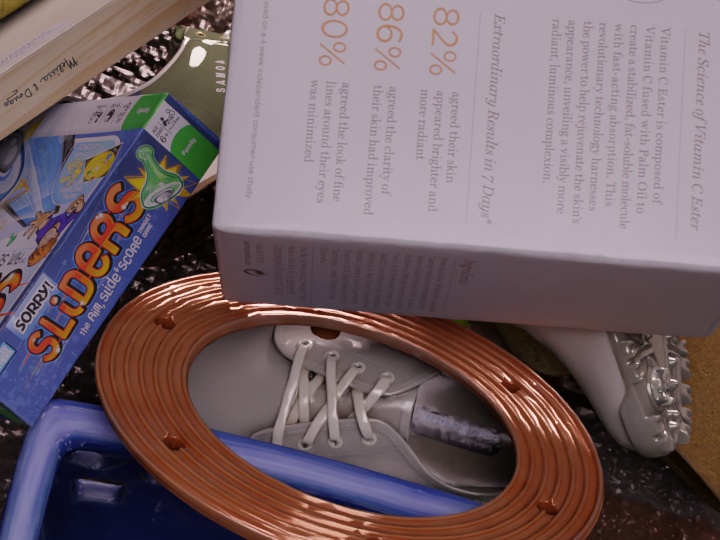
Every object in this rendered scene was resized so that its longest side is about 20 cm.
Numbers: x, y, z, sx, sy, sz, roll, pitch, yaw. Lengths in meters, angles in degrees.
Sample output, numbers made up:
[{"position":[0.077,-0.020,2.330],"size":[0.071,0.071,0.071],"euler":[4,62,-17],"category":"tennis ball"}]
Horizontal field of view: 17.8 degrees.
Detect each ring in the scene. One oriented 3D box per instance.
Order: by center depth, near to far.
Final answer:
[{"position":[-0.004,0.060,0.874],"size":[0.200,0.200,0.019],"euler":[12,117,-10],"category":"ring"}]

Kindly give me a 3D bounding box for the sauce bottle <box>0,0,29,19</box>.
[{"position":[-0.145,-0.160,1.030],"size":[0.200,0.066,0.066],"euler":[-37,87,-33],"category":"sauce bottle"}]

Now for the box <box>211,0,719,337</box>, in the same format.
[{"position":[0.049,-0.064,0.884],"size":[0.200,0.106,0.152],"euler":[5,75,-1],"category":"box"}]

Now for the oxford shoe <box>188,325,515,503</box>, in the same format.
[{"position":[-0.011,0.055,0.963],"size":[0.200,0.058,0.075],"euler":[13,84,0],"category":"oxford shoe"}]

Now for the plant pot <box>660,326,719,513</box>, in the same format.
[{"position":[0.208,0.012,1.042],"size":[0.200,0.186,0.186],"euler":[-43,89,-1],"category":"plant pot"}]

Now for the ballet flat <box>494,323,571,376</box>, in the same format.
[{"position":[0.083,-0.051,1.047],"size":[0.071,0.071,0.200],"euler":[7,61,-11],"category":"ballet flat"}]

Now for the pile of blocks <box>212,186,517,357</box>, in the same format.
[{"position":[0.000,0.000,1.024],"size":[0.200,0.062,0.082],"euler":[52,34,-26],"category":"pile of blocks"}]

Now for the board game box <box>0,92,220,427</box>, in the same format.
[{"position":[-0.149,-0.006,0.938],"size":[0.034,0.200,0.135],"euler":[42,69,-26],"category":"board game box"}]

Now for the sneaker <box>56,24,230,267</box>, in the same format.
[{"position":[-0.051,-0.085,1.046],"size":[0.200,0.067,0.090],"euler":[-32,68,-28],"category":"sneaker"}]

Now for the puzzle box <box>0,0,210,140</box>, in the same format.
[{"position":[-0.164,-0.079,0.987],"size":[0.200,0.133,0.025],"euler":[-36,110,-17],"category":"puzzle box"}]

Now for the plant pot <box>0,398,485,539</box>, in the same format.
[{"position":[-0.064,0.179,0.921],"size":[0.200,0.180,0.200],"euler":[14,74,-10],"category":"plant pot"}]

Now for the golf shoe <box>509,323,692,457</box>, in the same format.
[{"position":[0.072,-0.003,0.980],"size":[0.097,0.078,0.200],"euler":[-29,75,22],"category":"golf shoe"}]
